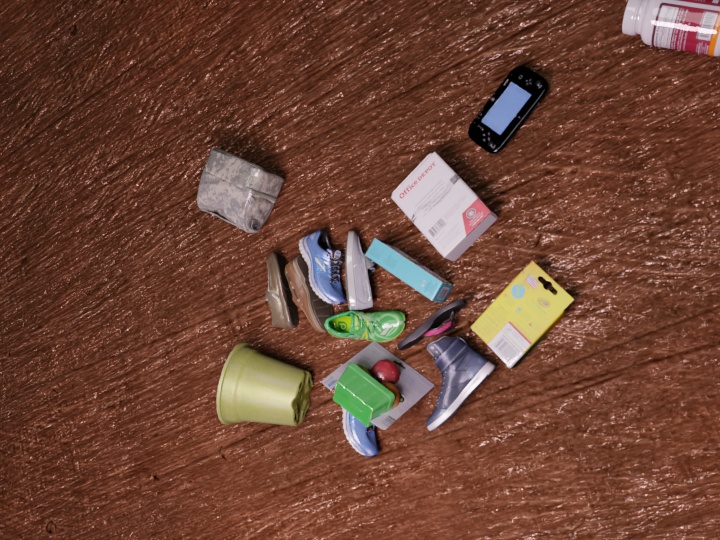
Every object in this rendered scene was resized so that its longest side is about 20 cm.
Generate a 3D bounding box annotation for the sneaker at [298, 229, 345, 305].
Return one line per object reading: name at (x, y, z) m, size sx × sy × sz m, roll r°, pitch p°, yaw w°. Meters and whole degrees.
sneaker at (-0.081, -0.010, 1.727) m, size 0.089 × 0.078 × 0.202 m, roll -33°, pitch 71°, yaw 30°

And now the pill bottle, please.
pill bottle at (0.641, -0.506, 1.432) m, size 0.198 × 0.113 × 0.114 m, roll 21°, pitch 93°, yaw 26°

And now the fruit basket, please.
fruit basket at (0.040, 0.258, 1.595) m, size 0.184 × 0.199 × 0.094 m, roll 34°, pitch 125°, yaw 23°

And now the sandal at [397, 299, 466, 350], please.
sandal at (0.169, 0.133, 1.602) m, size 0.200 × 0.075 × 0.045 m, roll -41°, pitch 66°, yaw 24°

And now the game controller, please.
game controller at (0.331, -0.362, 1.601) m, size 0.104 × 0.042 × 0.201 m, roll 42°, pitch 101°, yaw 23°

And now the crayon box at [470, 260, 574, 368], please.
crayon box at (0.351, 0.096, 1.530) m, size 0.200 × 0.051 × 0.127 m, roll -49°, pitch 67°, yaw 13°

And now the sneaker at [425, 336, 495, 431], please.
sneaker at (0.180, 0.239, 1.571) m, size 0.146 × 0.077 × 0.203 m, roll 41°, pitch 92°, yaw 12°

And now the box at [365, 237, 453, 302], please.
box at (0.112, -0.001, 1.638) m, size 0.199 × 0.082 × 0.049 m, roll 35°, pitch 99°, yaw 25°

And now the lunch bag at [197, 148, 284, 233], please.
lunch bag at (-0.319, -0.203, 1.835) m, size 0.199 × 0.139 × 0.169 m, roll 26°, pitch 94°, yaw 26°

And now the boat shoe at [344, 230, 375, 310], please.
boat shoe at (0.000, 0.000, 1.703) m, size 0.071 × 0.070 × 0.203 m, roll -1°, pitch 67°, yaw -7°

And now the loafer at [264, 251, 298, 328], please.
loafer at (-0.210, 0.052, 1.787) m, size 0.067 × 0.076 × 0.202 m, roll -16°, pitch 77°, yaw 16°

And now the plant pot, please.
plant pot at (-0.220, 0.290, 1.716) m, size 0.182 × 0.200 × 0.203 m, roll 10°, pitch 88°, yaw 14°

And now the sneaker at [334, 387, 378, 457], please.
sneaker at (0.006, 0.329, 1.642) m, size 0.088 × 0.078 × 0.202 m, roll -24°, pitch 74°, yaw 23°

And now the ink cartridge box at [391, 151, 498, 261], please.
ink cartridge box at (0.190, -0.145, 1.618) m, size 0.147 × 0.083 × 0.200 m, roll -44°, pitch 68°, yaw 14°

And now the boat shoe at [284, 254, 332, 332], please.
boat shoe at (-0.129, 0.064, 1.758) m, size 0.068 × 0.072 × 0.202 m, roll -31°, pitch 72°, yaw 37°

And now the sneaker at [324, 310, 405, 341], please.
sneaker at (0.008, 0.132, 1.666) m, size 0.198 × 0.083 × 0.075 m, roll -6°, pitch 82°, yaw 17°
